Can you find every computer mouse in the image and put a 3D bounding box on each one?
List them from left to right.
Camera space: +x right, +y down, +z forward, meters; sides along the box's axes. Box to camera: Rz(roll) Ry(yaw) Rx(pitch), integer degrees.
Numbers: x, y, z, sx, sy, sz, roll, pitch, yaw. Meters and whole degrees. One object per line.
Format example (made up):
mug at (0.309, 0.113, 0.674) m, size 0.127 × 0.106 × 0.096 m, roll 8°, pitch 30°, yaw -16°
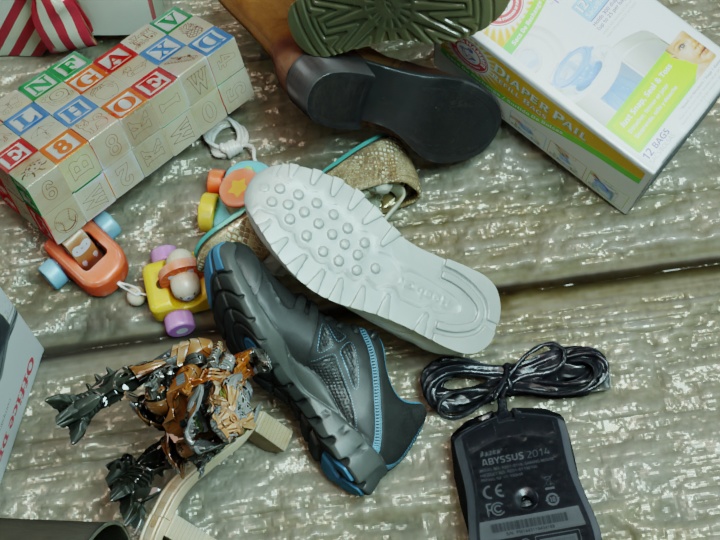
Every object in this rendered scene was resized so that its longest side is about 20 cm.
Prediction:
computer mouse at (0.115, 0.149, 0.825) m, size 0.136 × 0.053 × 0.202 m, roll -5°, pitch 53°, yaw 3°

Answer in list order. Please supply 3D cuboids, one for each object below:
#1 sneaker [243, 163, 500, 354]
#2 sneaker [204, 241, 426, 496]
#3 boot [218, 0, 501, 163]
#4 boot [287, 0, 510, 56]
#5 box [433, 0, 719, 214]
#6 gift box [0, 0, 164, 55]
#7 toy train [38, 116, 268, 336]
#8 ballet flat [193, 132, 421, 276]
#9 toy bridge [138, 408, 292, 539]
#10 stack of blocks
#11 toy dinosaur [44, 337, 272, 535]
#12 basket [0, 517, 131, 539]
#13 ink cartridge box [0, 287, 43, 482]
sneaker at (0.000, 0.000, 0.839) m, size 0.199 × 0.080 × 0.077 m, roll 35°, pitch 77°, yaw -13°
sneaker at (-0.034, 0.057, 0.841) m, size 0.082 × 0.073 × 0.201 m, roll -39°, pitch 101°, yaw -23°
boot at (-0.003, -0.163, 0.950) m, size 0.186 × 0.069 × 0.200 m, roll 1°, pitch 32°, yaw -28°
boot at (0.050, -0.237, 0.864) m, size 0.173 × 0.067 × 0.201 m, roll -2°, pitch 37°, yaw 29°
box at (0.162, -0.156, 0.906) m, size 0.199 × 0.101 × 0.113 m, roll 40°, pitch 80°, yaw 10°
gift box at (-0.259, -0.290, 0.979) m, size 0.197 × 0.185 × 0.189 m, roll -4°, pitch 56°, yaw 6°
toy train at (-0.146, -0.040, 0.920) m, size 0.200 × 0.056 × 0.150 m, roll -41°, pitch 70°, yaw -14°
ballet flat at (-0.029, -0.037, 0.886) m, size 0.199 × 0.071 × 0.066 m, roll -33°, pitch 77°, yaw -28°
toy bridge at (-0.114, 0.182, 0.811) m, size 0.027 × 0.067 × 0.202 m, roll -1°, pitch 56°, yaw 49°
stack of blocks at (-0.196, -0.122, 0.938) m, size 0.199 × 0.059 × 0.115 m, roll -40°, pitch 48°, yaw -20°
toy dinosaur at (-0.119, 0.092, 0.796) m, size 0.135 × 0.200 × 0.103 m, roll -34°, pitch 84°, yaw -8°
basket at (-0.264, 0.228, 0.766) m, size 0.197 × 0.136 × 0.183 m, roll 11°, pitch 86°, yaw 13°
ink cartridge box at (-0.292, 0.074, 0.799) m, size 0.082 × 0.201 × 0.147 m, roll 10°, pitch 66°, yaw 6°
